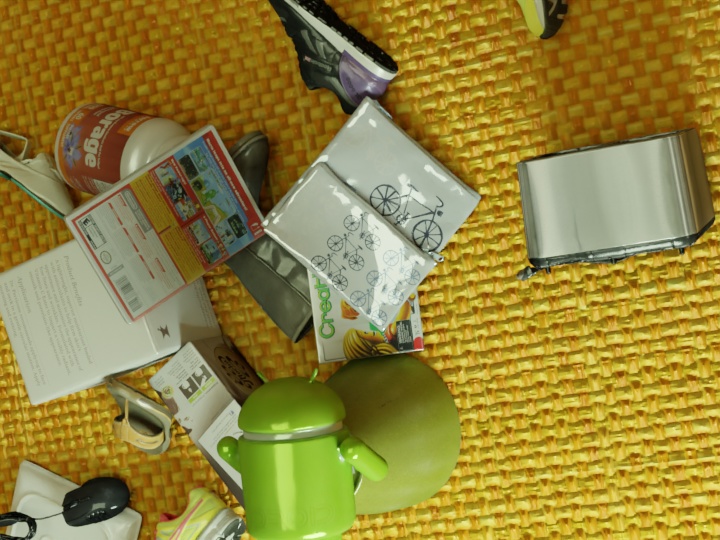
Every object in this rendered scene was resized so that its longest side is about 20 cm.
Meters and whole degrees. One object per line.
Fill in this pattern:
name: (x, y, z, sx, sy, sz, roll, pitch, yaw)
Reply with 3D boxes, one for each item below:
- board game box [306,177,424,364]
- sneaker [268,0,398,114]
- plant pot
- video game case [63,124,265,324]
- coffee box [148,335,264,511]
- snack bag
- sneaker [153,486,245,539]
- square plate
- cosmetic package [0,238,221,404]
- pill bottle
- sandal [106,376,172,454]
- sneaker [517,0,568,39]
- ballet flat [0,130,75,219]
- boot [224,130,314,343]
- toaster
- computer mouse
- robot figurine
board game box: (0.000, 0.000, 1.591, 0.124, 0.035, 0.203, -8, 89, -2)
sneaker: (-0.056, -0.260, 1.603, 0.200, 0.076, 0.088, 43, 114, 14)
plant pot: (-0.003, 0.197, 1.545, 0.184, 0.200, 0.190, 2, 94, 22)
video game case: (-0.217, -0.053, 1.554, 0.199, 0.017, 0.144, -34, 110, -16)
coffee box: (-0.149, 0.182, 1.647, 0.080, 0.113, 0.201, -42, 78, 14)
snack bag: (0.017, -0.066, 1.564, 0.188, 0.021, 0.201, 41, 88, 0)
sneaker: (-0.231, 0.352, 1.716, 0.200, 0.078, 0.090, -48, 68, 13)
square plate: (-0.397, 0.380, 1.811, 0.196, 0.028, 0.203, 20, 101, 20)
cosmetic package: (-0.309, 0.045, 1.676, 0.198, 0.165, 0.167, -21, 87, 22)
pill bottle: (-0.267, -0.133, 1.647, 0.198, 0.111, 0.114, 16, 100, 39)
sandal: (-0.271, 0.191, 1.664, 0.079, 0.201, 0.054, 24, 64, 9)
sneaker: (0.164, -0.343, 1.511, 0.090, 0.078, 0.203, -23, 80, 30)
ballet flat: (-0.435, -0.135, 1.774, 0.198, 0.069, 0.070, 30, 104, 18)
boot: (-0.101, -0.040, 1.637, 0.200, 0.072, 0.183, 42, 120, 20)
toaster: (0.262, -0.072, 1.420, 0.178, 0.200, 0.121, -9, 95, 23)
computer mouse: (-0.393, 0.309, 1.769, 0.197, 0.034, 0.059, -17, 63, 4)
robot figurine: (-0.066, 0.201, 1.400, 0.173, 0.115, 0.203, -4, 92, 30)
